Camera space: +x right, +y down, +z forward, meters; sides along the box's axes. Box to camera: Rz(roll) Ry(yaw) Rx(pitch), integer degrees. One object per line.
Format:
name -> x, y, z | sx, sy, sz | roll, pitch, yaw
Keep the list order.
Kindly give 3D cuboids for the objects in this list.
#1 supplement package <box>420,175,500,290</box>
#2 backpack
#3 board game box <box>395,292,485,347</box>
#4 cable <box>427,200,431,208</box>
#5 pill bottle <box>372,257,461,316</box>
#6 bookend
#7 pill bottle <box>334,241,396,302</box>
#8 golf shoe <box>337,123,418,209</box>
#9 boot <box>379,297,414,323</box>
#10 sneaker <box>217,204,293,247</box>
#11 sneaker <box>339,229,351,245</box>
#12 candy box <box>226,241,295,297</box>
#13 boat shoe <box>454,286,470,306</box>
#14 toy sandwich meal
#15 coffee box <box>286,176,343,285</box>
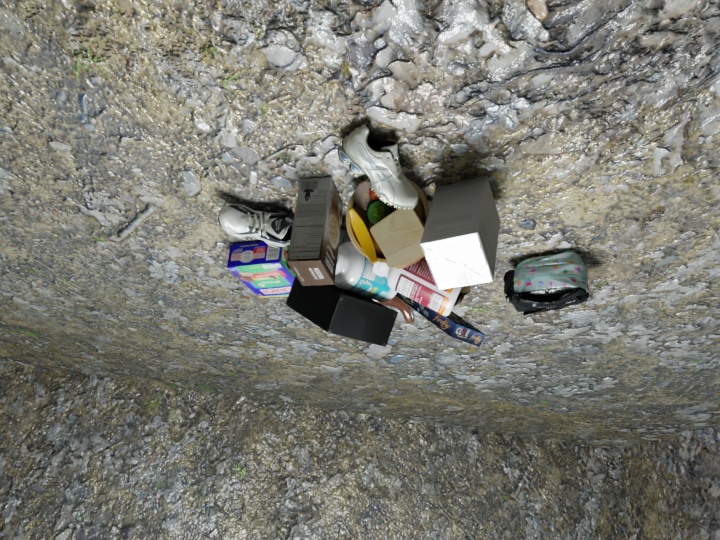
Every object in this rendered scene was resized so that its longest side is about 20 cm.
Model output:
supplement package -> 0.208, -0.079, 1.136 | 0.118, 0.202, 0.122 | -10, 126, 27
backpack -> 0.474, 0.034, 1.418 | 0.195, 0.131, 0.166 | -12, 160, 30
board game box -> 0.191, 0.107, 1.347 | 0.134, 0.035, 0.199 | 23, -170, -46
cable -> 0.098, -0.098, 1.300 | 0.194, 0.071, 0.200 | 15, 152, -18
pill bottle -> 0.131, 0.009, 1.254 | 0.196, 0.115, 0.114 | 27, 156, 10
bookend -> -0.048, 0.092, 1.376 | 0.196, 0.095, 0.198 | 20, -177, -42
pill bottle -> 0.000, 0.000, 1.341 | 0.197, 0.114, 0.109 | 20, 151, -39
golf shoe -> 0.052, -0.198, 1.082 | 0.198, 0.080, 0.097 | 34, 131, -22
boot -> 0.031, 0.097, 1.507 | 0.197, 0.191, 0.069 | -31, -171, 2
sneaker -> -0.224, -0.109, 1.309 | 0.197, 0.082, 0.128 | 27, 157, -37
sneaker -> -0.076, -0.078, 1.379 | 0.196, 0.068, 0.090 | 19, 148, -28
candy box -> -0.249, 0.001, 1.556 | 0.164, 0.079, 0.201 | -4, 153, 19
boat shoe -> 0.230, 0.056, 1.420 | 0.071, 0.071, 0.201 | 1, 161, -6
toy sandwich meal -> 0.061, -0.100, 1.170 | 0.198, 0.212, 0.070 | 5, -172, 1
coffee box -> -0.095, -0.084, 1.219 | 0.077, 0.206, 0.115 | -1, 154, 14
